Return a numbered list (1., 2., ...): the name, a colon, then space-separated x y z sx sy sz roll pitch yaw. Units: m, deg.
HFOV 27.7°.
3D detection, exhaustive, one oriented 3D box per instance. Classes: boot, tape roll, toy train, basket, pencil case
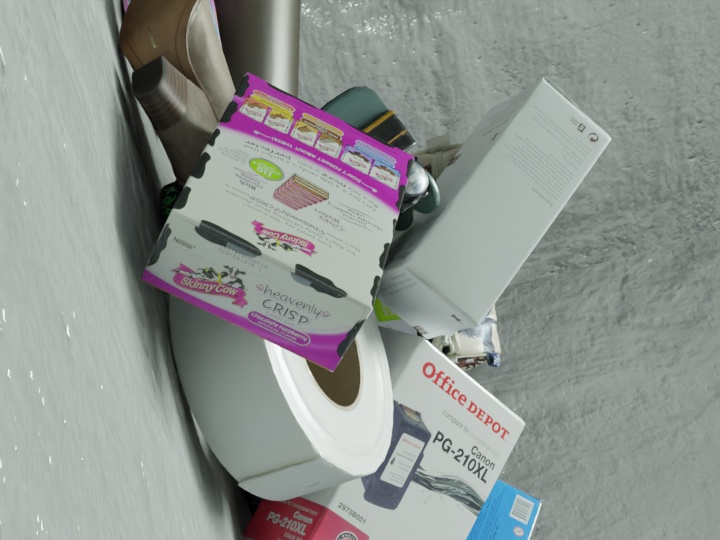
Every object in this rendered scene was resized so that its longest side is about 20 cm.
1. boot: -0.118 -0.133 1.119 0.146 0.070 0.200 51 30 -40
2. tape roll: -0.052 0.060 1.042 0.202 0.071 0.203 51 29 -42
3. toy train: -0.016 -0.064 1.145 0.114 0.085 0.200 54 -27 -1
4. basket: -0.126 -0.210 1.432 0.136 0.180 0.200 5 75 -50
5. pencil case: 0.077 -0.012 1.260 0.089 0.078 0.200 92 -6 -85

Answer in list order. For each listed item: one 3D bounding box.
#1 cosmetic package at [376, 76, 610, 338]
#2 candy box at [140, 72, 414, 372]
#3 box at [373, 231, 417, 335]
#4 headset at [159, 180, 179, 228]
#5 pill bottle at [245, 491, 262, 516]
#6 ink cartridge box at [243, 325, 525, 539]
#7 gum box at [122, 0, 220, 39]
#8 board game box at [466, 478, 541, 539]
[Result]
1. cosmetic package: 0.099 -0.047 1.171 0.081 0.200 0.113 41 -19 -8
2. candy box: -0.048 -0.037 0.959 0.061 0.136 0.200 -60 -173 32
3. box: 0.000 0.000 1.360 0.200 0.112 0.101 70 16 -50
4. headset: -0.093 0.003 1.158 0.200 0.094 0.124 59 14 -53
5. pill bottle: -0.044 0.174 1.244 0.111 0.111 0.200 -109 -174 -77
6. ink cartridge box: 0.023 0.164 1.168 0.145 0.200 0.084 40 -18 -33
7. gum box: -0.160 -0.216 1.259 0.200 0.066 0.114 -105 180 -49
8. board game box: 0.070 0.308 1.253 0.200 0.056 0.196 -61 178 -46
